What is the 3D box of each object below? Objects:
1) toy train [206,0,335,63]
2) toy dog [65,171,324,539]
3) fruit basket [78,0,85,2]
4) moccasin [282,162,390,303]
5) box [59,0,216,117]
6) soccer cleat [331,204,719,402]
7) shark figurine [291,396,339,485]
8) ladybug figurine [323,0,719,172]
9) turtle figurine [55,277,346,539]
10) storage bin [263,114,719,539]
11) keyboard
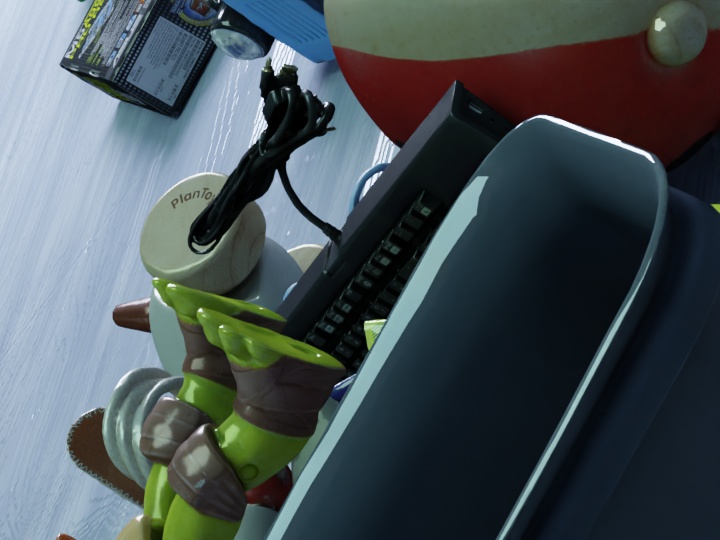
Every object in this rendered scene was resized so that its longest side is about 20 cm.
[{"bbox_3d":[-0.008,-0.191,1.282,0.114,0.086,0.201,-2,59,58],"label":"toy train"},{"bbox_3d":[-0.065,0.058,1.036,0.096,0.132,0.201,-19,30,31],"label":"toy dog"},{"bbox_3d":[-0.156,-0.283,1.775,0.201,0.093,0.185,-55,20,10],"label":"fruit basket"},{"bbox_3d":[0.025,-0.006,0.949,0.200,0.068,0.081,-25,40,59],"label":"moccasin"},{"bbox_3d":[-0.097,-0.192,1.565,0.201,0.044,0.160,-62,18,-2],"label":"box"},{"bbox_3d":[0.046,0.032,0.817,0.200,0.083,0.065,-38,29,49],"label":"soccer cleat"},{"bbox_3d":[-0.007,0.143,0.831,0.215,0.128,0.089,-57,-12,32],"label":"shark figurine"},{"bbox_3d":[0.060,-0.067,0.877,0.200,0.135,0.073,-165,74,-72],"label":"ladybug figurine"},{"bbox_3d":[-0.056,0.090,0.742,0.200,0.064,0.162,-129,61,-80],"label":"turtle figurine"},{"bbox_3d":[0.055,0.086,0.640,0.201,0.134,0.146,-60,19,1],"label":"storage bin"},{"bbox_3d":[0.000,0.000,0.879,0.021,0.127,0.200,-54,2,-36],"label":"keyboard"}]
